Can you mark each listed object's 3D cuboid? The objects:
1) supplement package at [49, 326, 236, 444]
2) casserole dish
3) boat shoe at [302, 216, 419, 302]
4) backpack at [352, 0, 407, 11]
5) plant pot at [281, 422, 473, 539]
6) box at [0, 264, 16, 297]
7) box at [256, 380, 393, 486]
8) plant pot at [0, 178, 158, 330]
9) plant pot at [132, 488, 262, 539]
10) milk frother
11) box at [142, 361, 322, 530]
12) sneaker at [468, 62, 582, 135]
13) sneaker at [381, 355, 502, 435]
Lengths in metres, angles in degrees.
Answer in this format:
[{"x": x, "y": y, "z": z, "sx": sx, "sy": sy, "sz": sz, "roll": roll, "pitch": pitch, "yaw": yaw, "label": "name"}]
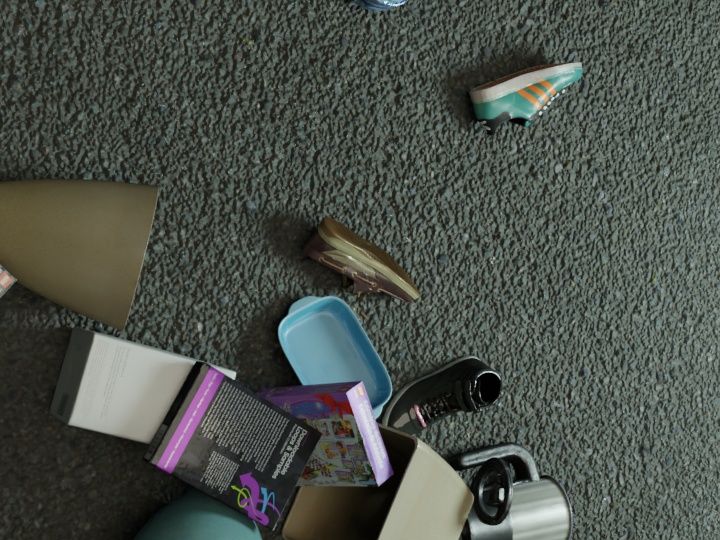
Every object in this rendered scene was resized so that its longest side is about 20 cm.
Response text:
[{"x": -0.284, "y": 0.159, "z": 1.564, "sx": 0.199, "sy": 0.121, "sz": 0.121, "roll": 18, "pitch": 83, "yaw": -25, "label": "supplement package"}, {"x": -0.040, "y": 0.131, "z": 1.701, "sx": 0.120, "sy": 0.039, "sz": 0.201, "roll": -27, "pitch": 80, "yaw": -23, "label": "casserole dish"}, {"x": 0.000, "y": 0.000, "z": 1.740, "sx": 0.199, "sy": 0.072, "sz": 0.072, "roll": 32, "pitch": 108, "yaw": -34, "label": "boat shoe"}, {"x": 0.049, "y": -0.468, "z": 1.711, "sx": 0.200, "sy": 0.154, "sz": 0.163, "roll": -48, "pitch": 118, "yaw": -4, "label": "backpack"}, {"x": 0.042, "y": 0.337, "z": 1.705, "sx": 0.176, "sy": 0.199, "sz": 0.201, "roll": 30, "pitch": 79, "yaw": -36, "label": "plant pot"}, {"x": -0.480, "y": 0.049, "z": 1.418, "sx": 0.038, "sy": 0.200, "sz": 0.137, "roll": 46, "pitch": 73, "yaw": -16, "label": "box"}, {"x": -0.058, "y": 0.226, "z": 1.639, "sx": 0.039, "sy": 0.199, "sz": 0.138, "roll": -30, "pitch": 106, "yaw": -46, "label": "box"}, {"x": -0.371, "y": -0.040, "z": 1.499, "sx": 0.198, "sy": 0.187, "sz": 0.189, "roll": 15, "pitch": 85, "yaw": -12, "label": "plant pot"}, {"x": -0.208, "y": 0.371, "z": 1.589, "sx": 0.199, "sy": 0.200, "sz": 0.136, "roll": 35, "pitch": 47, "yaw": -23, "label": "plant pot"}, {"x": 0.231, "y": 0.354, "z": 1.786, "sx": 0.187, "sy": 0.200, "sz": 0.182, "roll": -5, "pitch": 93, "yaw": -26, "label": "milk frother"}, {"x": -0.161, "y": 0.227, "z": 1.543, "sx": 0.199, "sy": 0.036, "sz": 0.144, "roll": 34, "pitch": 76, "yaw": -24, "label": "box"}, {"x": 0.261, "y": -0.268, "z": 1.856, "sx": 0.199, "sy": 0.071, "sz": 0.081, "roll": -21, "pitch": 105, "yaw": -19, "label": "sneaker"}, {"x": 0.126, "y": 0.193, "z": 1.784, "sx": 0.199, "sy": 0.099, "sz": 0.071, "roll": -31, "pitch": 107, "yaw": -21, "label": "sneaker"}]
